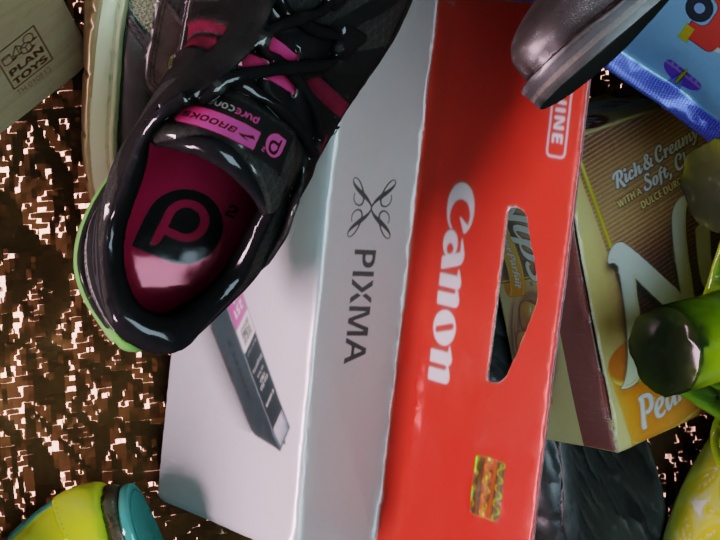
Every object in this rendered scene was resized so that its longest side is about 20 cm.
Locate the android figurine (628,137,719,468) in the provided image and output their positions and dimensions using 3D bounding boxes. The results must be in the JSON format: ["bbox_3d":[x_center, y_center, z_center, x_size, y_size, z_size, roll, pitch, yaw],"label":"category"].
[{"bbox_3d":[0.176,-0.012,0.944,0.200,0.041,0.182,-8,122,-45],"label":"android figurine"}]

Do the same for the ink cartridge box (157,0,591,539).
[{"bbox_3d":[0.000,0.000,0.921,0.044,0.174,0.200,3,96,-34],"label":"ink cartridge box"}]

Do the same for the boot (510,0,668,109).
[{"bbox_3d":[0.046,-0.168,0.823,0.174,0.069,0.200,31,79,0],"label":"boot"}]

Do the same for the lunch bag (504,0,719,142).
[{"bbox_3d":[0.081,-0.162,0.898,0.200,0.094,0.151,31,110,-13],"label":"lunch bag"}]

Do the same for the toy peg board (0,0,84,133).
[{"bbox_3d":[-0.220,-0.093,0.861,0.200,0.098,0.199,-39,142,-12],"label":"toy peg board"}]

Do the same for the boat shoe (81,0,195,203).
[{"bbox_3d":[-0.058,-0.095,0.914,0.066,0.072,0.201,4,117,2],"label":"boat shoe"}]

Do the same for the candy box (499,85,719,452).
[{"bbox_3d":[0.142,-0.020,1.012,0.200,0.055,0.116,-20,104,-33],"label":"candy box"}]

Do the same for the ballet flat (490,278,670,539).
[{"bbox_3d":[0.062,0.057,1.030,0.066,0.057,0.200,-49,119,-35],"label":"ballet flat"}]

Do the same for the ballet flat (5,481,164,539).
[{"bbox_3d":[-0.072,0.170,0.986,0.067,0.067,0.200,-25,104,6],"label":"ballet flat"}]

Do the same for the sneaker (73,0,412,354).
[{"bbox_3d":[-0.029,-0.058,0.854,0.077,0.084,0.200,19,105,-13],"label":"sneaker"}]

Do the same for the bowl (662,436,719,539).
[{"bbox_3d":[0.226,0.131,1.051,0.200,0.108,0.200,-5,101,-28],"label":"bowl"}]
